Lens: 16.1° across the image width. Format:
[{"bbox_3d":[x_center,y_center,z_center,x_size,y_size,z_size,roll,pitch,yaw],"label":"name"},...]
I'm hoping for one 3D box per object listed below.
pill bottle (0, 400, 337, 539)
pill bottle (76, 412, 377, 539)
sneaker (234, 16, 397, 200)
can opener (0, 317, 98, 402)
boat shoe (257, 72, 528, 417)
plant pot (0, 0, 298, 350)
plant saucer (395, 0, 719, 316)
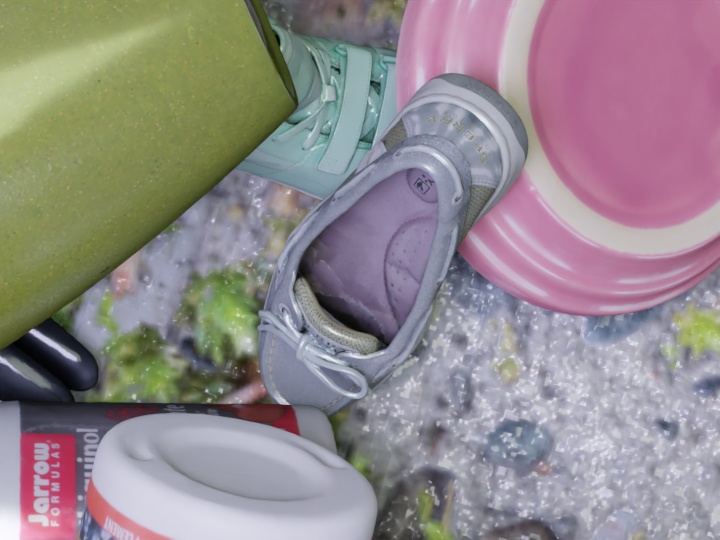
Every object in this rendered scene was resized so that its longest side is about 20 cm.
[{"bbox_3d":[-0.113,0.111,1.084,0.200,0.111,0.111,1,86,-9],"label":"pill bottle"},{"bbox_3d":[-0.068,0.166,0.991,0.111,0.111,0.200,12,105,-4],"label":"pill bottle"},{"bbox_3d":[-0.012,-0.069,1.109,0.200,0.118,0.074,6,84,-5],"label":"sneaker"},{"bbox_3d":[-0.204,0.002,1.126,0.200,0.079,0.063,28,46,-5],"label":"can opener"},{"bbox_3d":[0.002,0.001,1.077,0.074,0.202,0.065,41,44,3],"label":"boat shoe"},{"bbox_3d":[-0.133,-0.066,0.993,0.200,0.187,0.187,-23,88,4],"label":"plant pot"},{"bbox_3d":[0.112,-0.080,1.115,0.200,0.051,0.201,1,88,-29],"label":"plant saucer"}]
